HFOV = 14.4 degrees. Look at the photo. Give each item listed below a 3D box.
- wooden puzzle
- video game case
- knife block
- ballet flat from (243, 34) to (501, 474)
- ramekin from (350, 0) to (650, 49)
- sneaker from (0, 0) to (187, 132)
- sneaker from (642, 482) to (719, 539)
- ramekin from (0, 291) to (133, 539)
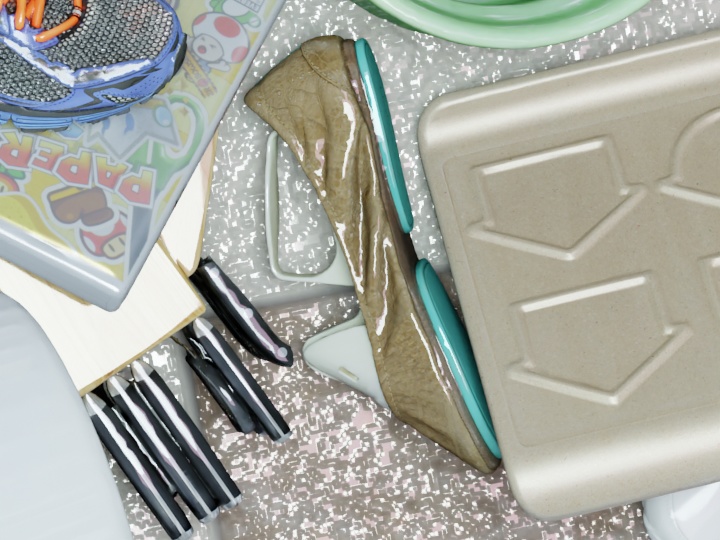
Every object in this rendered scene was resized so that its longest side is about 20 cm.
[{"bbox_3d":[0.133,0.000,1.218,0.185,0.046,0.201,-14,62,-1],"label":"wooden puzzle"},{"bbox_3d":[-0.148,-0.102,1.155,0.200,0.023,0.182,27,60,-2],"label":"video game case"},{"bbox_3d":[-0.123,0.017,1.192,0.199,0.064,0.176,10,88,-12],"label":"knife block"},{"bbox_3d":[0.000,0.000,1.223,0.072,0.068,0.201,-19,95,10],"label":"ballet flat"},{"bbox_3d":[0.052,-0.191,1.208,0.199,0.098,0.201,0,91,-12],"label":"ramekin"},{"bbox_3d":[-0.162,-0.115,1.100,0.199,0.078,0.076,18,61,-6],"label":"sneaker"},{"bbox_3d":[0.205,0.053,1.242,0.200,0.099,0.078,-43,100,-8],"label":"sneaker"},{"bbox_3d":[-0.157,0.105,1.124,0.097,0.200,0.201,-19,95,-18],"label":"ramekin"}]
